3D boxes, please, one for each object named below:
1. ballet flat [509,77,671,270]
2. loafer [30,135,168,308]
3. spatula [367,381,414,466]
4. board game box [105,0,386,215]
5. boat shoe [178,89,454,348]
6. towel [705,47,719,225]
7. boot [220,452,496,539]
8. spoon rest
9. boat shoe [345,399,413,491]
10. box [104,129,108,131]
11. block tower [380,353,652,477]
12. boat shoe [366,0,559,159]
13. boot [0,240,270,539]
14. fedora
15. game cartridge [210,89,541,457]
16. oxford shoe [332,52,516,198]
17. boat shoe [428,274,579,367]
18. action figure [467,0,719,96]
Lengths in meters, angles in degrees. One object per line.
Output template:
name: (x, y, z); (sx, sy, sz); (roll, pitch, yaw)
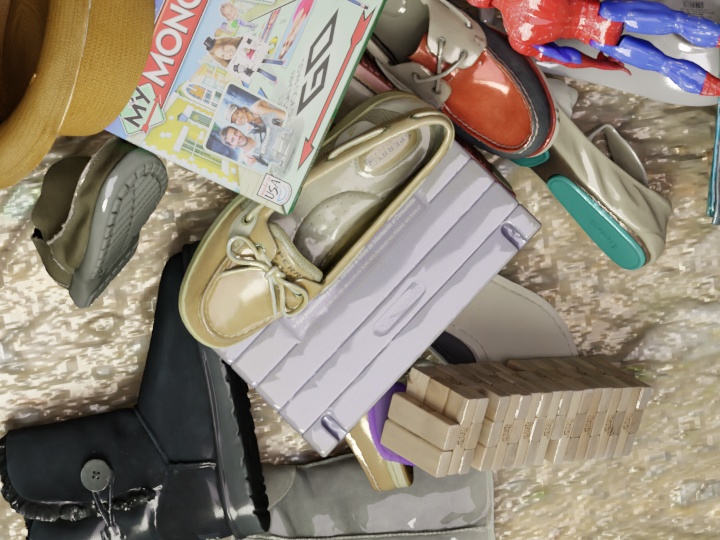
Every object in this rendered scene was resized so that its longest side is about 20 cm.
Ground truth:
ballet flat: (0.133, -0.084, 1.604); (0.069, 0.069, 0.200); (-46, 108, 1)
loafer: (-0.172, -0.034, 1.493); (0.070, 0.200, 0.075); (39, 66, 1)
spatula: (0.070, 0.105, 1.602); (0.199, 0.020, 0.057); (10, 67, -42)
board game box: (-0.060, -0.151, 1.404); (0.134, 0.029, 0.201); (25, 99, 2)
boat shoe: (-0.027, -0.029, 1.462); (0.200, 0.063, 0.073); (-40, 109, -4)
towel: (0.312, -0.109, 1.608); (0.199, 0.022, 0.148); (-7, 105, -35)
boot: (-0.008, 0.200, 1.636); (0.199, 0.073, 0.183); (0, 101, -17)
spoon rest: (0.168, -0.155, 1.588); (0.198, 0.061, 0.100); (5, 61, -10)
boat shoe: (-0.029, 0.060, 1.592); (0.066, 0.074, 0.201); (-27, 89, 6)
box: (-0.131, -0.137, 1.485); (0.199, 0.112, 0.102); (17, 99, 5)
block tower: (0.107, 0.092, 1.572); (0.199, 0.058, 0.054); (-3, 114, -46)
boat shoe: (0.042, -0.143, 1.525); (0.200, 0.063, 0.071); (47, 112, 11)
boot: (-0.156, 0.093, 1.570); (0.167, 0.076, 0.202); (-12, 83, 7)
fedora: (-0.172, -0.141, 1.375); (0.081, 0.200, 0.202); (10, 101, -35)
game cartridge: (0.000, 0.000, 1.517); (0.130, 0.038, 0.200); (44, 89, 5)
oxford shoe: (0.008, -0.087, 1.572); (0.200, 0.071, 0.074); (41, 100, -13)
boat shoe: (0.073, 0.032, 1.613); (0.200, 0.063, 0.073); (40, 79, -35)
action figure: (0.161, -0.150, 1.513); (0.199, 0.052, 0.066); (14, 118, -6)
